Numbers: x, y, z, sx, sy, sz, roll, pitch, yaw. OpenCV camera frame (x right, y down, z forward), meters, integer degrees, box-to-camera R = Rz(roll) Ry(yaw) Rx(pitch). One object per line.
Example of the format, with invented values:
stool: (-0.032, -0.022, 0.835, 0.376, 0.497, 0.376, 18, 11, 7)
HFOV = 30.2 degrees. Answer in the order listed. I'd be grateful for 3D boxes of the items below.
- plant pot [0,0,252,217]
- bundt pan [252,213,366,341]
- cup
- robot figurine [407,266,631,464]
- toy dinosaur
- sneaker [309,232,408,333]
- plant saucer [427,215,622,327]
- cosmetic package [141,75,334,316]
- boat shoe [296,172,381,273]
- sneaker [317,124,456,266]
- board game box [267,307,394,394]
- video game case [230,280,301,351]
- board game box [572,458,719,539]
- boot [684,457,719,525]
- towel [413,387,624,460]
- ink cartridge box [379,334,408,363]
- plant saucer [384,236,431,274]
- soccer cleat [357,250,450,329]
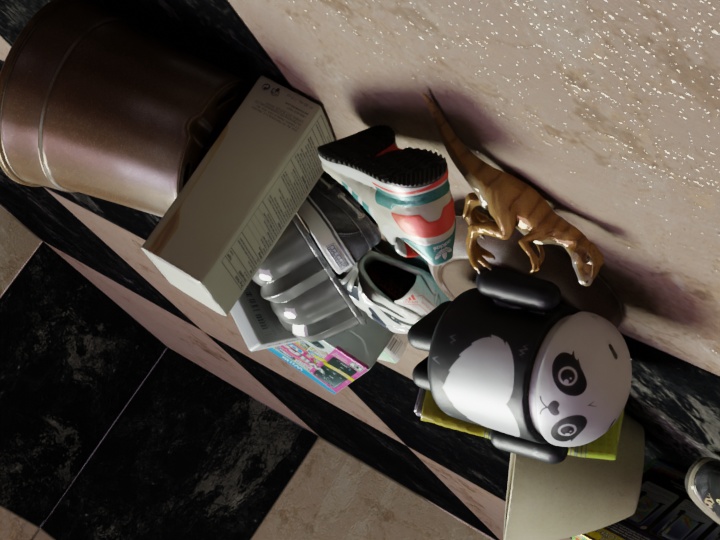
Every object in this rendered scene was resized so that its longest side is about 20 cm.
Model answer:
plant pot: (-0.216, -0.146, 1.298, 0.198, 0.200, 0.200, 21, 164, 19)
bundt pan: (-0.078, -0.009, 1.383, 0.202, 0.076, 0.202, 57, 180, 0)
cup: (0.242, 0.217, 1.506, 0.143, 0.201, 0.200, 7, 163, 6)
robot figurine: (0.138, 0.084, 1.173, 0.200, 0.125, 0.150, 13, 161, 36)
toy dinosaur: (0.112, -0.060, 1.084, 0.200, 0.060, 0.106, 39, 136, -1)
sneaker: (0.000, 0.000, 1.500, 0.130, 0.080, 0.199, 32, -179, -33)
plant saucer: (0.144, 0.019, 1.239, 0.200, 0.032, 0.200, 25, 160, 10)
cosmetic package: (-0.109, -0.068, 1.243, 0.071, 0.200, 0.105, 29, 166, 17)
boat shoe: (-0.032, -0.070, 1.351, 0.072, 0.068, 0.200, 58, 179, -32)
sneaker: (0.023, -0.059, 1.112, 0.200, 0.070, 0.094, 35, 143, 63)
board game box: (-0.055, 0.079, 1.676, 0.147, 0.064, 0.200, 34, 163, -3)
video game case: (-0.114, -0.010, 1.490, 0.200, 0.022, 0.182, 62, -154, 10)
board game box: (0.371, 0.313, 1.524, 0.200, 0.165, 0.057, 23, 134, 43)
boot: (0.445, 0.265, 1.379, 0.200, 0.073, 0.151, 41, 167, -3)
towel: (0.157, 0.110, 1.287, 0.200, 0.144, 0.023, 14, 134, 7)
ink cartridge box: (-0.049, 0.048, 1.758, 0.200, 0.050, 0.161, 5, 148, 52)
plant saucer: (0.097, -0.006, 1.357, 0.200, 0.027, 0.200, 33, 168, 8)
soccer cleat: (0.077, 0.044, 1.382, 0.200, 0.069, 0.085, 35, 173, 20)
